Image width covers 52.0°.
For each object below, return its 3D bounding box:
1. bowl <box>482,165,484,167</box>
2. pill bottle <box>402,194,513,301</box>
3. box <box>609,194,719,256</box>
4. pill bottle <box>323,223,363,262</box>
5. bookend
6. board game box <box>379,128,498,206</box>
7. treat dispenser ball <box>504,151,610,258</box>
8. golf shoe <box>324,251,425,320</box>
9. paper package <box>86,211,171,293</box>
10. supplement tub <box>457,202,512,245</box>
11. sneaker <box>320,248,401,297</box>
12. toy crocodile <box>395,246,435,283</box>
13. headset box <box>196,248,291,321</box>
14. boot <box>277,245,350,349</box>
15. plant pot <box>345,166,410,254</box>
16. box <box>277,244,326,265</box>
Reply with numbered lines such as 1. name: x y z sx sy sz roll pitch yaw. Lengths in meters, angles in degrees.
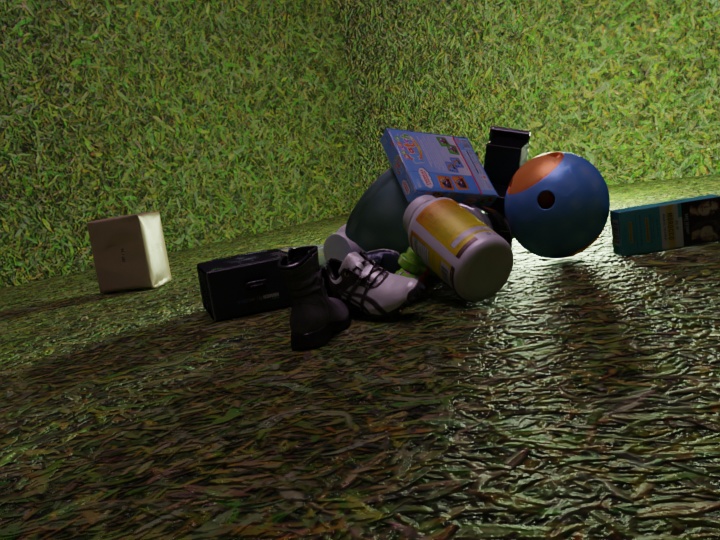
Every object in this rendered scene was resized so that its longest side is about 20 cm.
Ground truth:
1. bowl: 0.257 -0.135 1.751 0.195 0.203 0.075 -6 33 17
2. pill bottle: 0.148 -0.045 1.183 0.107 0.111 0.200 -12 35 -24
3. box: 0.563 -0.083 1.353 0.195 0.084 0.049 -9 9 -1
4. pill bottle: 0.005 -0.060 1.703 0.110 0.114 0.199 -3 9 36
5. bookend: 0.284 -0.179 1.554 0.090 0.203 0.200 11 25 19
6. board game box: 0.147 -0.191 1.375 0.197 0.153 0.037 1 -36 -34
7. treat dispenser ball: 0.376 -0.125 1.417 0.196 0.206 0.201 -8 7 1
8. golf shoe: 0.011 0.019 1.135 0.198 0.096 0.078 -4 32 49
9. paper package: -0.636 -0.050 2.032 0.187 0.205 0.103 -7 7 21
10. supplement tub: 0.207 -0.058 1.355 0.120 0.126 0.199 -4 -2 27
11. sneaker: -0.015 0.015 1.347 0.196 0.076 0.085 -18 5 10
12. toy crocodile: 0.089 0.008 1.267 0.061 0.068 0.200 30 17 7
13. headset box: -0.214 0.024 1.414 0.170 0.095 0.200 -11 9 -16
14. boot: -0.063 0.026 1.075 0.068 0.135 0.200 -8 8 8
15. plant pot: 0.086 -0.093 1.418 0.200 0.134 0.201 -42 -17 -15
16. box: -0.187 -0.030 1.948 0.197 0.049 0.157 -1 12 45
